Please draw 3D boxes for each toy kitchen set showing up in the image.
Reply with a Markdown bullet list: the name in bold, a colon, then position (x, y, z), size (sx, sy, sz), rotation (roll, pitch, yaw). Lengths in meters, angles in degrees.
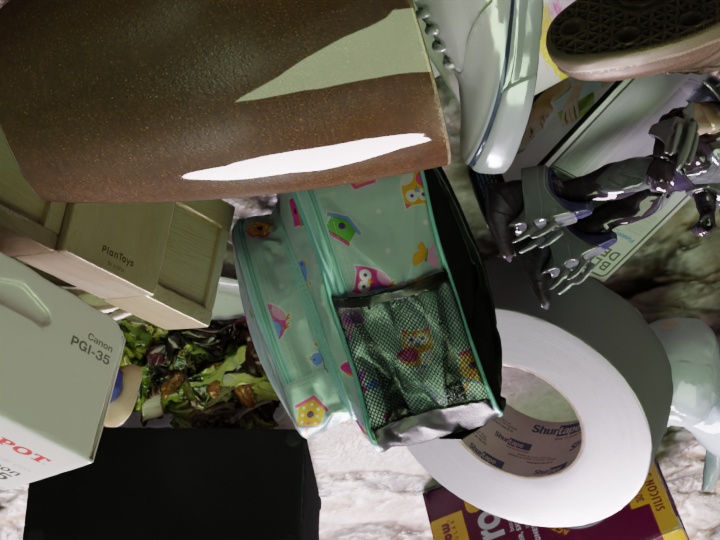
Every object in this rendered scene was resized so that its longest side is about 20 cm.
- **toy kitchen set**: position (-0.200, -0.071, 0.864), size (0.180, 0.164, 0.200), rotation (-5, 156, 39)

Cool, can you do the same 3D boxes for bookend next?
- **bookend**: position (-0.134, 0.194, 1.107), size (0.198, 0.092, 0.200), rotation (0, 156, 3)

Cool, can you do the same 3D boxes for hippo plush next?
- **hippo plush**: position (0.270, 0.073, 1.105), size (0.161, 0.160, 0.200), rotation (23, 169, -10)

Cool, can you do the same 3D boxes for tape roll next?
- **tape roll**: position (0.121, 0.090, 1.037), size (0.200, 0.066, 0.201), rotation (15, 130, 18)

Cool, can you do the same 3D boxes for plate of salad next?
- **plate of salad**: position (-0.131, 0.081, 1.048), size (0.200, 0.048, 0.200), rotation (-7, 134, -8)

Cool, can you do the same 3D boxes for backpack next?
- **backpack**: position (0.000, 0.000, 0.892), size (0.153, 0.176, 0.200), rotation (-9, 99, 0)

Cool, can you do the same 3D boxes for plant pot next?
- **plant pot**: position (-0.078, -0.109, 0.714), size (0.200, 0.187, 0.187), rotation (-19, 135, 1)

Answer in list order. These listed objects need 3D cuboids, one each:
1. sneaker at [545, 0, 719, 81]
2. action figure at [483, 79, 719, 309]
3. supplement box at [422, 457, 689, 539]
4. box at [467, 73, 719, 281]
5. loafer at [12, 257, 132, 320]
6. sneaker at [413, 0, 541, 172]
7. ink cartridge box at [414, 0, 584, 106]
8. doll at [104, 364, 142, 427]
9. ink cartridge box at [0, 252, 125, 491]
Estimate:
- **sneaker**: position (0.206, -0.134, 0.816), size (0.200, 0.071, 0.076), rotation (-17, 136, 1)
- **action figure**: position (0.182, -0.054, 0.890), size (0.200, 0.069, 0.130), rotation (-26, 146, 19)
- **supplement box**: position (0.169, 0.226, 1.206), size (0.200, 0.131, 0.103), rotation (-23, 133, 8)
- **box**: position (0.180, -0.093, 0.948), size (0.117, 0.060, 0.200), rotation (24, 124, -32)
- **loafer**: position (-0.216, -0.012, 0.916), size (0.200, 0.076, 0.068), rotation (0, 140, -14)
- **sneaker**: position (0.059, -0.146, 0.765), size (0.071, 0.073, 0.200), rotation (1, 121, -1)
- **ink cartridge box**: position (0.088, -0.166, 0.849), size (0.200, 0.068, 0.117), rotation (-28, 133, 13)
- **doll**: position (-0.222, 0.032, 0.846), size (0.200, 0.049, 0.136), rotation (33, 161, -36)
- **ink cartridge box**: position (-0.248, 0.059, 0.768), size (0.200, 0.083, 0.146), rotation (-21, 137, 38)
